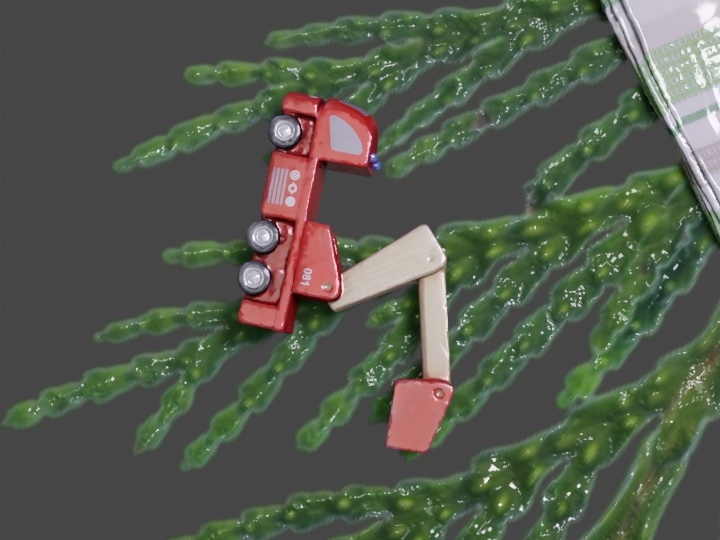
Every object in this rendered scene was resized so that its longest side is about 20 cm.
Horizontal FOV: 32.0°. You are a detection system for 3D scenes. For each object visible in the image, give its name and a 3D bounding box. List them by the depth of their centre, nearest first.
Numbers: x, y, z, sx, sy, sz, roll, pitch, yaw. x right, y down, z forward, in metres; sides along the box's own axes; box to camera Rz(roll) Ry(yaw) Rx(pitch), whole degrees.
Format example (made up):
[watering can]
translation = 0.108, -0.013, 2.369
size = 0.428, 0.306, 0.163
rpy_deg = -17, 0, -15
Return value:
[towel]
translation = 0.251, -0.120, 0.764
size = 0.149, 0.031, 0.201
rpy_deg = -25, 85, 3
[toy fire truck]
translation = 0.000, 0.000, 0.767
size = 0.140, 0.049, 0.201
rpy_deg = 12, 87, 5
